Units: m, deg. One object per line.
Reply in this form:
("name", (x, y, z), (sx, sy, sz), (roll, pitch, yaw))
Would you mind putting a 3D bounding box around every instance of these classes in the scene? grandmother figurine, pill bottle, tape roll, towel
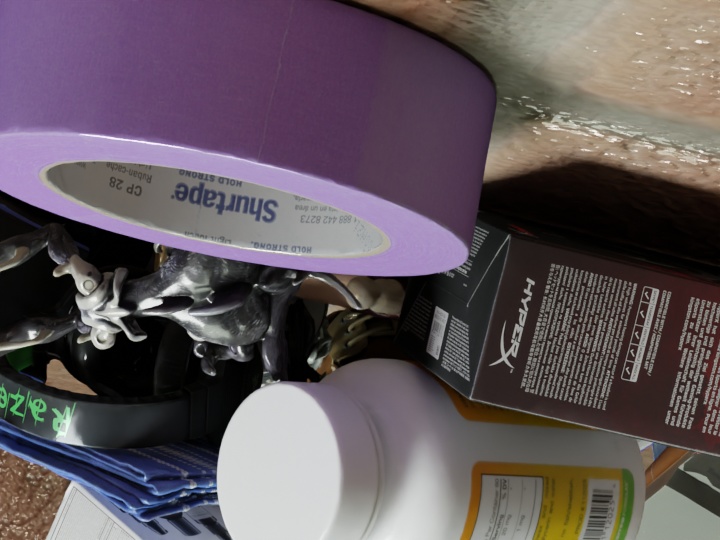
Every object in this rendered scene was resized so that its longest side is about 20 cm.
("grandmother figurine", (0.000, 0.000, 1.191), (0.198, 0.061, 0.121), (10, -162, -12))
("pill bottle", (0.032, 0.099, 1.114), (0.111, 0.112, 0.199), (0, 175, 45))
("tape roll", (-0.050, -0.053, 0.913), (0.198, 0.066, 0.200), (11, 169, 2))
("towel", (-0.076, 0.094, 1.191), (0.199, 0.024, 0.144), (3, -171, -45))

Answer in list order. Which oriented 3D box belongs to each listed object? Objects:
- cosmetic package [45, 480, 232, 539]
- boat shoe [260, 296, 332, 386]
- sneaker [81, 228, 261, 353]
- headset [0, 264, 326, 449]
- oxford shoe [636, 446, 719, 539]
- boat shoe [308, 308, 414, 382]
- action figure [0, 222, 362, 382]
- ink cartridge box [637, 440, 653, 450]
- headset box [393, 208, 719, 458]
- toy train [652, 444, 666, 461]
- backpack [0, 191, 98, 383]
("cosmetic package", (-0.061, 0.135, 1.208), (0.082, 0.051, 0.199), (37, -158, 28))
("boat shoe", (-0.052, 0.034, 1.357), (0.068, 0.074, 0.199), (-1, 162, -25))
("sneaker", (-0.138, -0.002, 1.316), (0.199, 0.071, 0.099), (25, 158, 51))
("headset", (-0.096, 0.055, 1.187), (0.123, 0.095, 0.199), (21, -153, 38))
("oxford shoe", (0.217, 0.083, 1.293), (0.071, 0.072, 0.200), (39, 128, -16))
("boat shoe", (0.002, 0.056, 1.384), (0.075, 0.075, 0.200), (1, -178, -13))
("action figure", (-0.097, -0.005, 1.081), (0.198, 0.102, 0.120), (-8, 126, 9))
("ink cartridge box", (0.114, 0.101, 1.329), (0.197, 0.044, 0.200), (-30, 173, -10))
("headset box", (0.131, 0.032, 1.067), (0.198, 0.078, 0.149), (12, -175, -13))
("toy train", (0.269, 0.125, 1.395), (0.198, 0.088, 0.114), (-10, 167, 19))
("backpack", (-0.266, -0.002, 1.227), (0.199, 0.136, 0.182), (8, 168, 40))
